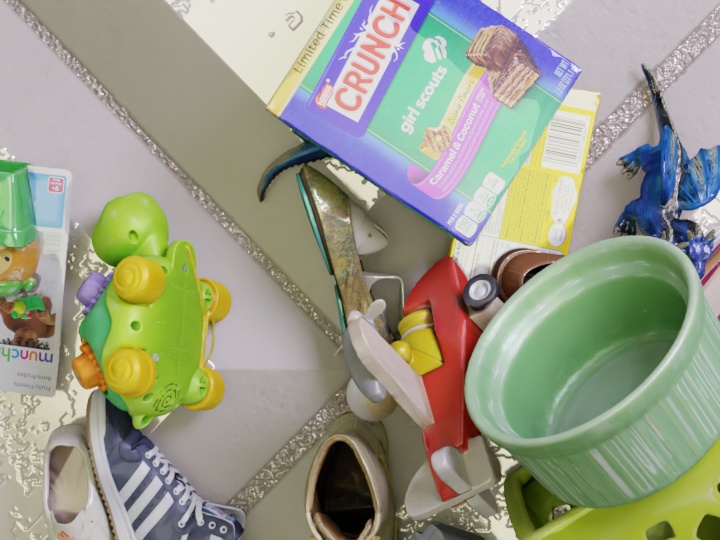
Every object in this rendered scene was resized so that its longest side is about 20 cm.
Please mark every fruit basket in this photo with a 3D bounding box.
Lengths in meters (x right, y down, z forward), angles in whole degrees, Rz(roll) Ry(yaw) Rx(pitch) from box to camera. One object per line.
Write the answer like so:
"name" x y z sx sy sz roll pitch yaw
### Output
"fruit basket" -0.344 0.002 1.519 0.183 0.094 0.202 8 96 5

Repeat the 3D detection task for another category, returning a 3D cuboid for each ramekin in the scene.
"ramekin" 0.186 0.080 1.326 0.199 0.200 0.098 -38 120 5

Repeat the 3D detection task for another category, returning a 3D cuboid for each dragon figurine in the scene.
"dragon figurine" -0.003 -0.118 1.500 0.099 0.059 0.201 38 93 3
"dragon figurine" 0.255 -0.077 1.439 0.058 0.099 0.202 17 73 -18

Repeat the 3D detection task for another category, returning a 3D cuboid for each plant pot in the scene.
"plant pot" 0.247 0.214 1.426 0.198 0.200 0.182 -33 98 5

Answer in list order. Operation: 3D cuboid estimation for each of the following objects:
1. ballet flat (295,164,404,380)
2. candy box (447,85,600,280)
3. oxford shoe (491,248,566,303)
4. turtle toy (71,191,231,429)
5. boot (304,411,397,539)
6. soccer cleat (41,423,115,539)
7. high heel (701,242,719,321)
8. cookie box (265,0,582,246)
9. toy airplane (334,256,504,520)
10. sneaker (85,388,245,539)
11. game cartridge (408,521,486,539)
"ballet flat" 0.000 0.000 1.492 0.070 0.071 0.202 -14 105 5
"candy box" 0.135 -0.062 1.506 0.101 0.026 0.202 12 93 5
"oxford shoe" 0.212 0.021 1.470 0.198 0.071 0.072 3 93 -12
"turtle toy" -0.185 0.033 1.492 0.100 0.145 0.202 -2 78 27
"boot" -0.005 0.224 1.464 0.072 0.155 0.202 -1 92 5
"soccer cleat" -0.240 0.233 1.524 0.069 0.078 0.202 -11 91 5
"high heel" 0.273 0.025 1.420 0.199 0.097 0.067 -31 46 -21
"cookie box" 0.050 -0.144 1.432 0.199 0.075 0.172 33 90 2
"toy airplane" 0.052 0.108 1.424 0.140 0.199 0.202 -8 103 27
"sneaker" -0.163 0.189 1.519 0.107 0.070 0.202 -14 95 8
"game cartridge" 0.032 0.301 1.477 0.041 0.133 0.201 40 97 28
